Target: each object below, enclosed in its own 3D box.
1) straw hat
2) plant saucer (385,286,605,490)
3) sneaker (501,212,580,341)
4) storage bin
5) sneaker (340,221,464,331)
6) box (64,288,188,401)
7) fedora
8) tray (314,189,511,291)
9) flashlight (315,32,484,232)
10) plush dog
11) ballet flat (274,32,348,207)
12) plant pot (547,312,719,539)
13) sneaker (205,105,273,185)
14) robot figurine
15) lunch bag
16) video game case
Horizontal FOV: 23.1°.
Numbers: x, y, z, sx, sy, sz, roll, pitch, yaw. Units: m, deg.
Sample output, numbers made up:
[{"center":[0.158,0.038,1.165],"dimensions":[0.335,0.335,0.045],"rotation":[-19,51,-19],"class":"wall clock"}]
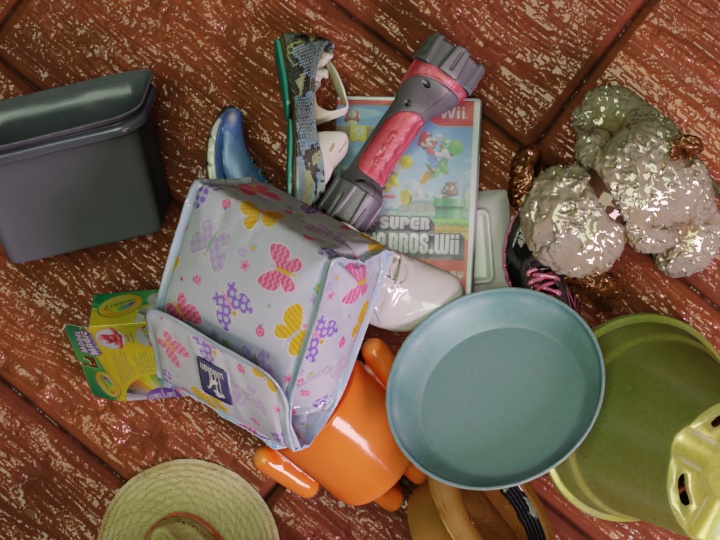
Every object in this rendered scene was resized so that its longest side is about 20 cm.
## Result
[{"center":[-0.172,0.287,1.700],"dimensions":[0.200,0.085,0.202],"rotation":[0,90,7],"class":"straw hat"},{"center":[0.122,0.110,1.563],"dimensions":[0.199,0.036,0.201],"rotation":[-10,57,15],"class":"plant saucer"},{"center":[0.176,0.039,1.645],"dimensions":[0.079,0.095,0.201],"rotation":[-6,90,2],"class":"sneaker"},{"center":[-0.279,-0.098,1.700],"dimensions":[0.199,0.146,0.135],"rotation":[-11,116,8],"class":"storage bin"},{"center":[0.000,0.000,1.616],"dimensions":[0.199,0.080,0.071],"rotation":[14,57,1],"class":"sneaker"},{"center":[-0.175,0.070,1.690],"dimensions":[0.199,0.118,0.049],"rotation":[-6,46,6],"class":"box"},{"center":[0.103,0.239,1.624],"dimensions":[0.082,0.200,0.201],"rotation":[-32,86,26],"class":"fedora"},{"center":[0.047,-0.018,1.701],"dimensions":[0.199,0.022,0.108],"rotation":[-4,91,8],"class":"tray"},{"center":[0.037,-0.124,1.652],"dimensions":[0.068,0.068,0.200],"rotation":[32,85,18],"class":"flashlight"},{"center":[0.227,-0.061,1.600],"dimensions":[0.171,0.160,0.201],"rotation":[-33,87,-1],"class":"plush dog"},{"center":[-0.043,-0.139,1.666],"dimensions":[0.074,0.074,0.201],"rotation":[-8,68,8],"class":"ballet flat"},{"center":[0.285,0.154,1.552],"dimensions":[0.199,0.184,0.202],"rotation":[-4,102,-19],"class":"plant pot"},{"center":[-0.095,-0.064,1.701],"dimensions":[0.089,0.079,0.201],"rotation":[-15,97,1],"class":"sneaker"},{"center":[-0.021,0.139,1.647],"dimensions":[0.200,0.117,0.144],"rotation":[40,140,-22],"class":"robot figurine"},{"center":[-0.089,0.042,1.536],"dimensions":[0.169,0.127,0.201],"rotation":[30,111,27],"class":"lunch bag"},{"center":[0.041,-0.067,1.684],"dimensions":[0.142,0.017,0.201],"rotation":[2,80,9],"class":"video game case"}]
